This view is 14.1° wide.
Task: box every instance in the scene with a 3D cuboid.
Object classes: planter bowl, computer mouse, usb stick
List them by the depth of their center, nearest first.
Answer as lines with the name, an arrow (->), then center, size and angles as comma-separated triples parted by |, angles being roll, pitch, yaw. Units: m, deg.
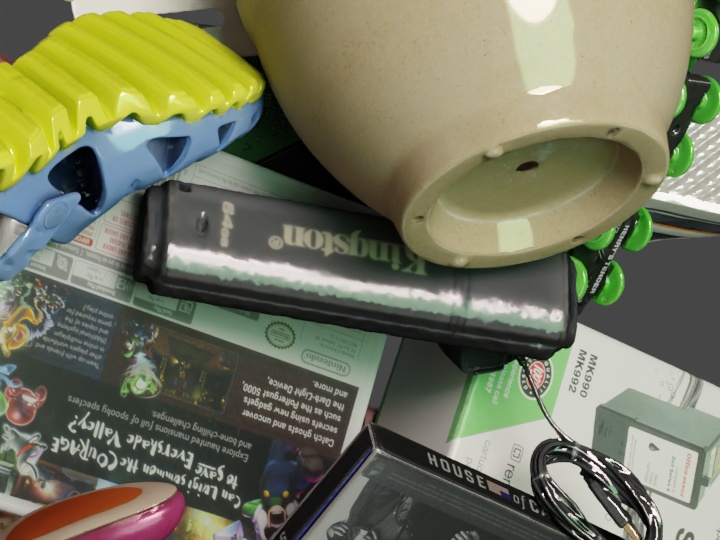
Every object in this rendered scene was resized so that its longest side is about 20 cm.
planter bowl -> 0.057, -0.086, 1.240 | 0.199, 0.200, 0.135 | 2, 59, -30
usb stick -> 0.000, 0.000, 1.275 | 0.199, 0.033, 0.056 | 10, 67, -12
computer mouse -> 0.073, 0.049, 1.314 | 0.058, 0.034, 0.201 | -24, 76, -24

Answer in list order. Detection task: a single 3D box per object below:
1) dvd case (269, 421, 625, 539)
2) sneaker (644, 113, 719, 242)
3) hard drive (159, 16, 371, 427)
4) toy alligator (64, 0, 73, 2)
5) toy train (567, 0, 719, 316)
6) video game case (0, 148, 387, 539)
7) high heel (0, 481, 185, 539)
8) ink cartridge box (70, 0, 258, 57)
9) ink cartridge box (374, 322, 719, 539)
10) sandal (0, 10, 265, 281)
dvd case -> 0.007, 0.170, 1.318 | 0.150, 0.025, 0.200 | 26, 118, -27
sneaker -> 0.110, -0.059, 1.419 | 0.199, 0.079, 0.079 | 18, 77, -4
hard drive -> -0.058, -0.010, 1.338 | 0.139, 0.038, 0.201 | 5, 89, -30
toy alligator -> -0.160, -0.212, 1.239 | 0.200, 0.054, 0.059 | 57, 32, 2
toy train -> 0.129, -0.072, 1.333 | 0.042, 0.056, 0.201 | 3, 120, -47
video game case -> -0.083, 0.035, 1.291 | 0.199, 0.023, 0.183 | 21, 80, -29
high heel -> -0.144, 0.162, 1.230 | 0.096, 0.199, 0.067 | 61, 20, -9
ink cartridge box -> -0.081, -0.196, 1.284 | 0.115, 0.068, 0.201 | -9, 83, -30
ink cartridge box -> 0.105, 0.108, 1.406 | 0.199, 0.084, 0.147 | 23, 79, -28
sandal -> -0.124, -0.050, 1.218 | 0.199, 0.079, 0.087 | -20, 135, -39
